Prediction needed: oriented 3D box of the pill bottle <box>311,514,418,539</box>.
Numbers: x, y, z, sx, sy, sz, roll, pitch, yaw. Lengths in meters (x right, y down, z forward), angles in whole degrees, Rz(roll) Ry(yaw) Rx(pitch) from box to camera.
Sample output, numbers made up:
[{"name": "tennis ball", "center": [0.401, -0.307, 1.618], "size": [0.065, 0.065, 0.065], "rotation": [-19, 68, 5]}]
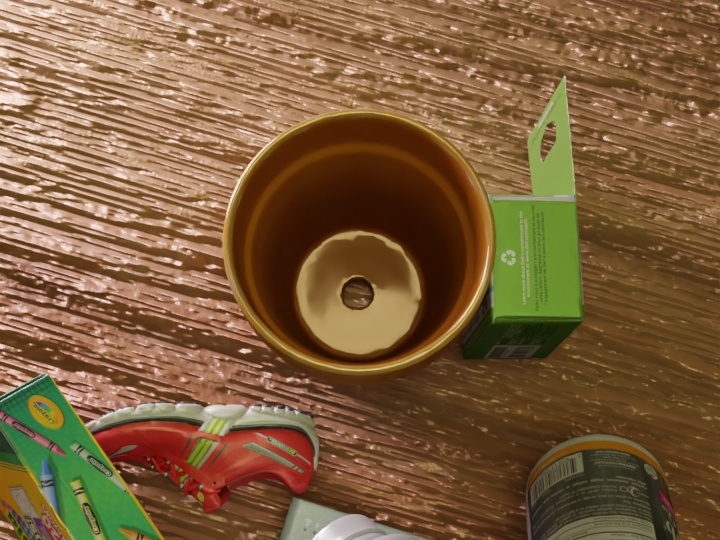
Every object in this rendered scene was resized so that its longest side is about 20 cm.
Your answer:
[{"name": "pill bottle", "center": [0.038, 0.267, 0.915], "size": [0.109, 0.110, 0.200], "rotation": [-40, 49, -13]}]

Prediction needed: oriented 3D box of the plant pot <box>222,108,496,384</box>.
[{"name": "plant pot", "center": [0.000, 0.000, 1.007], "size": [0.198, 0.183, 0.202], "rotation": [0, 75, 1]}]

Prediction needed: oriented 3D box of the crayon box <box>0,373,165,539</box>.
[{"name": "crayon box", "center": [-0.216, 0.191, 0.971], "size": [0.058, 0.119, 0.200], "rotation": [-31, 78, -33]}]

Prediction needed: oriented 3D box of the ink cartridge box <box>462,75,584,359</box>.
[{"name": "ink cartridge box", "center": [0.127, -0.039, 1.050], "size": [0.075, 0.148, 0.202], "rotation": [-1, 75, -5]}]

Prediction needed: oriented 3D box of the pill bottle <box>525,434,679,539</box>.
[{"name": "pill bottle", "center": [0.184, 0.226, 0.951], "size": [0.115, 0.117, 0.200], "rotation": [9, 32, -2]}]

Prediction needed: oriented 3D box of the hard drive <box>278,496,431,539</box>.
[{"name": "hard drive", "center": [-0.018, 0.298, 1.008], "size": [0.139, 0.033, 0.201], "rotation": [17, 75, 0]}]

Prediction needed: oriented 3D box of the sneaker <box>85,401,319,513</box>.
[{"name": "sneaker", "center": [-0.132, 0.150, 1.016], "size": [0.198, 0.077, 0.086], "rotation": [0, 75, -4]}]
